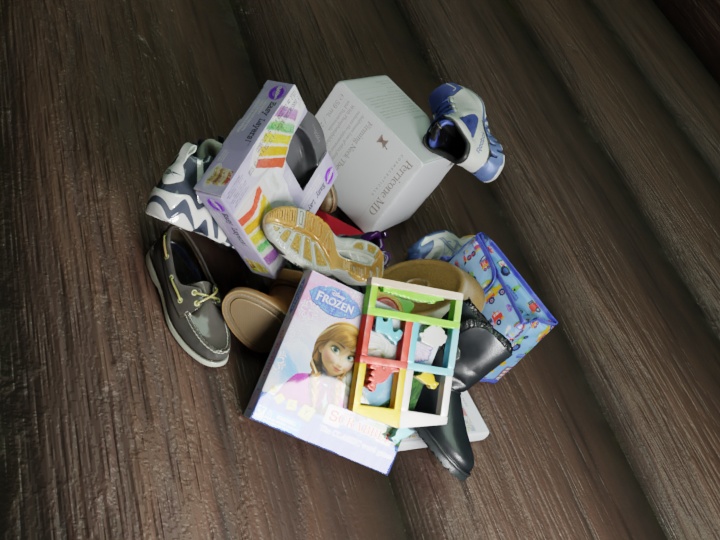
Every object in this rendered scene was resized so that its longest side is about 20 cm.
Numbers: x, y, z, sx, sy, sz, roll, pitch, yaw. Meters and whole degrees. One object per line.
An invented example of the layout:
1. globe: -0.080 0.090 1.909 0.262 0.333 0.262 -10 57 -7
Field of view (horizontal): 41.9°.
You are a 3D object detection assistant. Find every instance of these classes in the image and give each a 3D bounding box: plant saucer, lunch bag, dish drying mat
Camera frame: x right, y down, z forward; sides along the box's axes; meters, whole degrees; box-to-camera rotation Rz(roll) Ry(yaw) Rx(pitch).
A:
1. plant saucer: 0.083 0.036 1.389 0.199 0.036 0.201 -9 33 6
2. lunch bag: 0.183 0.051 1.460 0.094 0.151 0.200 6 44 -45
3. dish drying mat: -0.062 -0.064 1.493 0.199 0.018 0.077 26 38 -18

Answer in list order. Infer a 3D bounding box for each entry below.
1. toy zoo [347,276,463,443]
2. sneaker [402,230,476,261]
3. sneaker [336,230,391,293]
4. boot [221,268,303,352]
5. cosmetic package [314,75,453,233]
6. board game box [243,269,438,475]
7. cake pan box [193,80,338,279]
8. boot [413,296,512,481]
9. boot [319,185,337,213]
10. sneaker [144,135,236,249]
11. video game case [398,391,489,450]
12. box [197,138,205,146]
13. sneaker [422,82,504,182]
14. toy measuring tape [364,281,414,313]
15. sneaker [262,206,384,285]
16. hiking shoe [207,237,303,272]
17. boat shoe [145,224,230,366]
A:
1. toy zoo: 0.057 0.117 1.189 0.131 0.020 0.201 11 84 -19
2. sneaker: 0.160 -0.013 1.578 0.199 0.075 0.088 -4 53 -42
3. sneaker: 0.000 0.000 1.377 0.200 0.087 0.075 -89 158 -53
4. boot: -0.112 0.044 1.280 0.200 0.074 0.155 37 25 -34
5. cosmetic package: 0.027 -0.197 1.576 0.200 0.168 0.166 46 30 12
6. board game box: -0.018 0.130 1.196 0.199 0.041 0.200 25 80 -17
7. cake pan box: -0.115 -0.120 1.235 0.052 0.184 0.200 15 61 27
8. boot: 0.138 0.154 1.254 0.200 0.168 0.076 55 8 26
9. boot: -0.115 -0.157 1.516 0.075 0.074 0.200 -22 58 -38
10. sneaker: -0.188 -0.107 1.237 0.079 0.130 0.199 22 -1 36
11. video game case: 0.073 0.170 1.349 0.199 0.023 0.182 1 49 -39
12. box: -0.174 -0.157 1.400 0.121 0.033 0.200 15 8 -27
13. sneaker: 0.150 -0.237 1.519 0.115 0.081 0.200 14 41 -41
14. toy measuring tape: 0.002 0.090 1.283 0.073 0.074 0.200 37 69 -2
15. sneaker: -0.063 -0.020 1.249 0.200 0.087 0.076 27 64 -38
16. hiking shoe: -0.124 -0.060 1.364 0.199 0.101 0.076 18 41 -26
17. boat shoe: -0.219 0.031 1.218 0.072 0.061 0.202 -5 54 -44
